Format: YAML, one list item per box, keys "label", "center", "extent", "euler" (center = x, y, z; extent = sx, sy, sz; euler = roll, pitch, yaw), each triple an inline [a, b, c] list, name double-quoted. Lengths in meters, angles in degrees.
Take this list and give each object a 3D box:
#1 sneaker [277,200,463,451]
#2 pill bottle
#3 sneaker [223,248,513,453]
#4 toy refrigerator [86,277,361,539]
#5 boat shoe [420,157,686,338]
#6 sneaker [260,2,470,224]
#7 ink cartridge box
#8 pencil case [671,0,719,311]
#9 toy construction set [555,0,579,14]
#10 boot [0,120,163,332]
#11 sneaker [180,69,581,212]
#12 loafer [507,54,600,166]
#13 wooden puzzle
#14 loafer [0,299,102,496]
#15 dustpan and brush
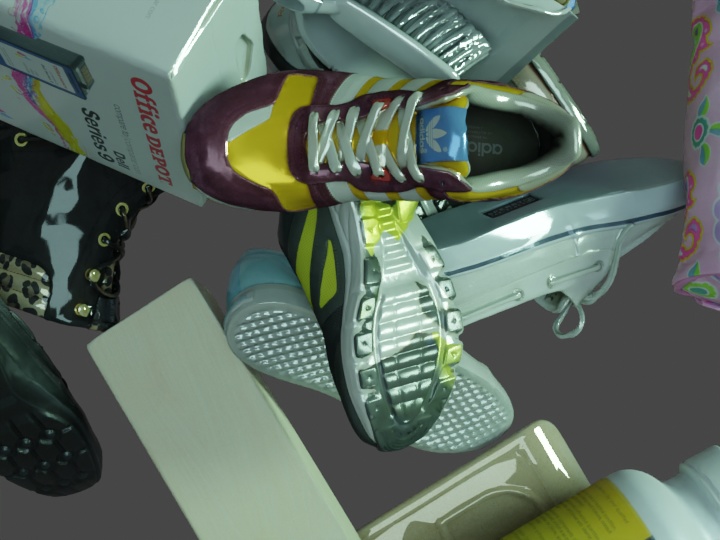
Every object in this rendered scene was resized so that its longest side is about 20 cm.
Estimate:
- label: "sneaker"
  center: [0.000, 0.000, 0.938]
  extent: [0.074, 0.084, 0.201]
  euler: [-3, 83, -33]
- label: "pill bottle"
  center: [0.139, 0.185, 0.974]
  extent: [0.199, 0.112, 0.112]
  euler: [-30, 95, -4]
- label: "sneaker"
  center: [0.009, 0.039, 1.018]
  extent: [0.199, 0.082, 0.074]
  euler: [29, 123, -27]
- label: "toy refrigerator"
  center: [-0.074, 0.111, 1.000]
  extent: [0.076, 0.070, 0.201]
  euler: [-33, 80, 0]
- label: "boat shoe"
  center: [0.116, -0.004, 1.005]
  extent: [0.201, 0.075, 0.087]
  euler: [-20, 114, -25]
- label: "sneaker"
  center: [0.009, -0.085, 1.015]
  extent: [0.074, 0.080, 0.201]
  euler: [-41, 111, -28]
- label: "ink cartridge box"
  center: [-0.157, -0.134, 0.901]
  extent: [0.199, 0.146, 0.088]
  euler: [22, 69, 11]
- label: "pencil case"
  center: [0.227, -0.078, 0.983]
  extent: [0.087, 0.087, 0.201]
  euler: [6, 75, -3]
- label: "toy construction set"
  center: [0.103, -0.259, 0.993]
  extent: [0.131, 0.092, 0.200]
  euler: [-40, 106, 1]
- label: "boot"
  center: [-0.136, -0.038, 1.003]
  extent: [0.199, 0.073, 0.152]
  euler: [15, 93, 1]
- label: "sneaker"
  center: [0.012, -0.068, 0.848]
  extent: [0.199, 0.090, 0.076]
  euler: [-5, 91, -17]
- label: "loafer"
  center: [0.061, -0.134, 1.007]
  extent: [0.063, 0.072, 0.200]
  euler: [-36, 86, 2]
- label: "wooden puzzle"
  center: [0.076, 0.217, 1.048]
  extent: [0.199, 0.046, 0.186]
  euler: [-32, 95, -4]
- label: "loafer"
  center: [-0.207, 0.059, 0.981]
  extent: [0.068, 0.071, 0.201]
  euler: [-20, 134, 11]
- label: "dustpan and brush"
  center: [-0.004, -0.140, 0.901]
  extent: [0.199, 0.140, 0.057]
  euler: [31, 64, -10]
